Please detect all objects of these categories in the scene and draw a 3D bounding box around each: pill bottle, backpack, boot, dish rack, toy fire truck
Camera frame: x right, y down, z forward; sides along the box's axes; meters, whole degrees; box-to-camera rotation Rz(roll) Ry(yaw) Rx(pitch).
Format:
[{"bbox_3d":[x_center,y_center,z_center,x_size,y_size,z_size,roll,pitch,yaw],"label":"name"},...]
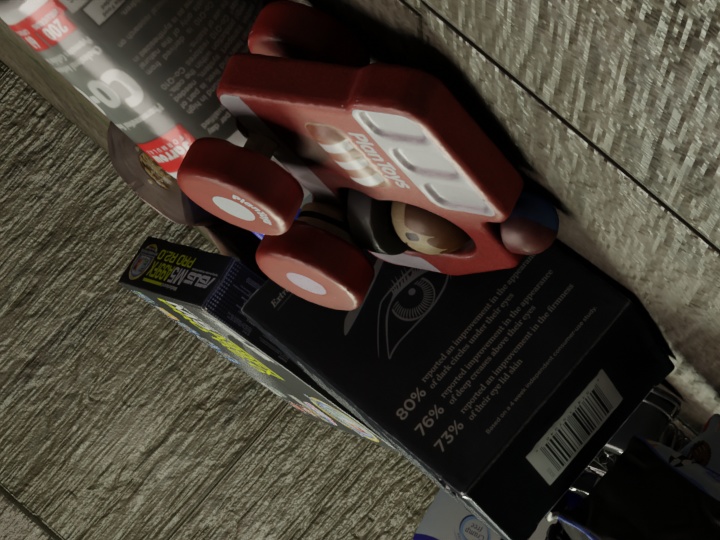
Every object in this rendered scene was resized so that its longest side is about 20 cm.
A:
[{"bbox_3d":[-0.102,-0.124,1.272,0.200,0.114,0.114,43,174,-20],"label":"pill bottle"},{"bbox_3d":[0.227,0.187,1.255,0.191,0.154,0.200,52,177,-24],"label":"backpack"},{"bbox_3d":[-0.097,-0.030,1.588,0.186,0.064,0.200,48,-176,11],"label":"boot"},{"bbox_3d":[0.156,0.107,1.478,0.153,0.055,0.200,21,170,29],"label":"dish rack"},{"bbox_3d":[0.014,-0.050,1.163,0.168,0.112,0.200,13,158,38],"label":"toy fire truck"}]

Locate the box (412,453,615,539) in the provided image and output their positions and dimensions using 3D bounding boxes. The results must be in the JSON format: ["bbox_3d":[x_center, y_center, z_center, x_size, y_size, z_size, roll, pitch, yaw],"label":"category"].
[{"bbox_3d":[0.176,0.206,1.637,0.184,0.105,0.200,38,-160,31],"label":"box"}]

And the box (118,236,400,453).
[{"bbox_3d":[-0.062,0.053,1.593,0.200,0.044,0.160,37,170,-27],"label":"box"}]

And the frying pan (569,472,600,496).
[{"bbox_3d":[0.179,0.162,1.458,0.190,0.031,0.115,29,172,39],"label":"frying pan"}]

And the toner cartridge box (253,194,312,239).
[{"bbox_3d":[-0.082,-0.099,1.443,0.200,0.095,0.043,41,175,2],"label":"toner cartridge box"}]

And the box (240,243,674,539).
[{"bbox_3d":[0.056,0.039,1.292,0.200,0.148,0.104,39,175,33],"label":"box"}]
